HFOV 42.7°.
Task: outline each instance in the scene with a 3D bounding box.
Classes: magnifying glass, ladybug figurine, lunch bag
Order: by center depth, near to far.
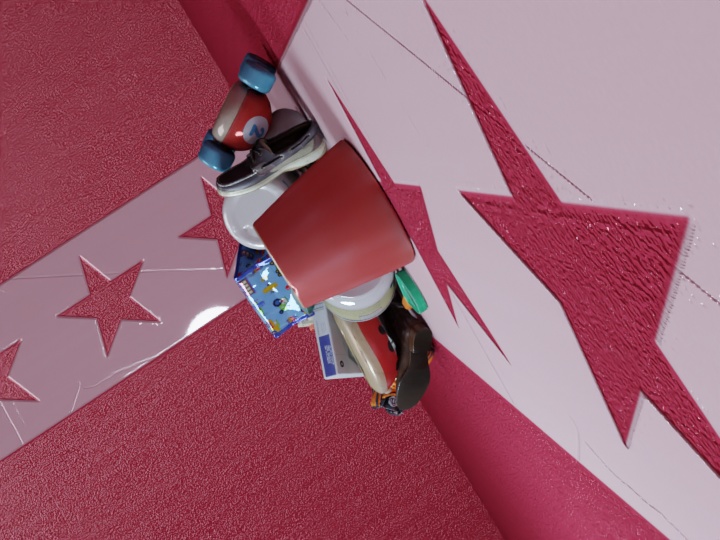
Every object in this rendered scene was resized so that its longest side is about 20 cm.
[{"bbox_3d":[0.085,0.045,1.605,0.080,0.022,0.200,58,177,8],"label":"magnifying glass"},{"bbox_3d":[0.016,0.137,1.735,0.202,0.071,0.136,63,174,-9],"label":"ladybug figurine"},{"bbox_3d":[-0.174,0.003,1.749,0.152,0.093,0.201,59,-176,-30],"label":"lunch bag"}]

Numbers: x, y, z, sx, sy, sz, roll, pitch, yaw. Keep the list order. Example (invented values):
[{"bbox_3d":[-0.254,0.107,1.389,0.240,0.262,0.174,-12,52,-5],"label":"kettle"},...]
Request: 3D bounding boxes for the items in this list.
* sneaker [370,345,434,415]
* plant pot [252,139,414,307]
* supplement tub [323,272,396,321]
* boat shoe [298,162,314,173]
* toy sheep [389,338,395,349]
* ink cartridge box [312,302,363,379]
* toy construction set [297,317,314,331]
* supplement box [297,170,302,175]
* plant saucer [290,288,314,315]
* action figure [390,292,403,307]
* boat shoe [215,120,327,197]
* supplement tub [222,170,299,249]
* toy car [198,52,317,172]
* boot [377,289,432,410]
[{"bbox_3d":[0.086,0.230,1.881,0.077,0.200,0.113,22,-131,-18],"label":"sneaker"},{"bbox_3d":[-0.045,-0.053,1.316,0.202,0.176,0.200,57,176,6],"label":"plant pot"},{"bbox_3d":[-0.011,0.004,1.590,0.146,0.144,0.200,57,176,11],"label":"supplement tub"},{"bbox_3d":[-0.118,-0.231,1.744,0.071,0.063,0.200,39,-175,-25],"label":"boat shoe"},{"bbox_3d":[0.056,0.145,2.005,0.139,0.137,0.200,58,166,-12],"label":"toy sheep"},{"bbox_3d":[-0.022,0.113,1.847,0.199,0.040,0.203,5,-110,-58],"label":"ink cartridge box"},{"bbox_3d":[-0.082,0.024,1.931,0.091,0.130,0.204,-8,83,44],"label":"toy construction set"},{"bbox_3d":[-0.153,-0.224,1.984,0.201,0.085,0.111,56,166,31],"label":"supplement box"},{"bbox_3d":[-0.096,-0.024,1.619,0.200,0.035,0.204,5,-90,-86],"label":"plant saucer"},{"bbox_3d":[0.000,0.000,1.767,0.202,0.101,0.119,59,-169,-6],"label":"action figure"},{"bbox_3d":[-0.153,-0.188,1.516,0.072,0.197,0.065,-119,6,-50],"label":"boat shoe"},{"bbox_3d":[-0.171,-0.125,1.655,0.133,0.131,0.200,58,-170,-13],"label":"supplement tub"},{"bbox_3d":[-0.152,-0.241,1.597,0.198,0.186,0.177,27,-165,-14],"label":"toy car"},{"bbox_3d":[0.074,0.149,1.827,0.200,0.063,0.189,-133,52,-58],"label":"boot"}]
